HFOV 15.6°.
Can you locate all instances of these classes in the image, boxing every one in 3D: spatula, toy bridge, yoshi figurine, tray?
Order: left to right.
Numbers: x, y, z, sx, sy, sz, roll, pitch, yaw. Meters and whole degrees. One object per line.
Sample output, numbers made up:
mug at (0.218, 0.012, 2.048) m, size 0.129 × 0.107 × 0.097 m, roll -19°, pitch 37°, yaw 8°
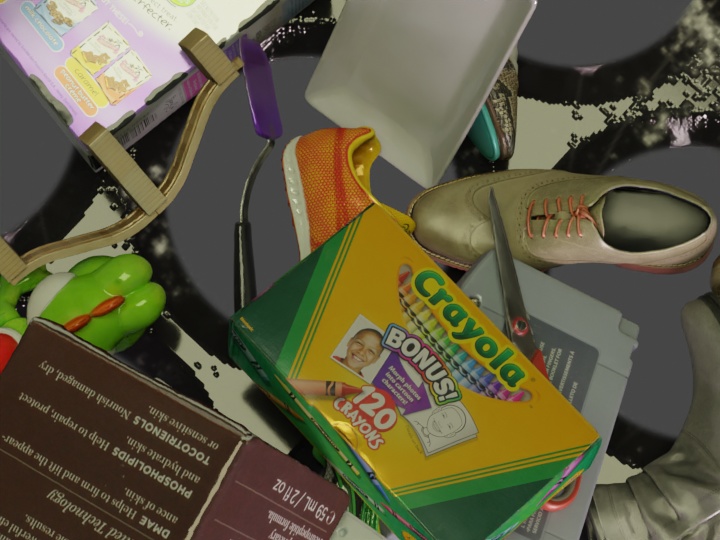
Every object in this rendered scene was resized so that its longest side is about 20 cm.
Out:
yoshi figurine at (-0.207, 0.050, 1.645) m, size 0.199 × 0.113 × 0.112 m, roll -26°, pitch 40°, yaw 9°
toy bridge at (-0.145, -0.062, 1.622) m, size 0.200 × 0.027 × 0.067 m, roll -43°, pitch 115°, yaw -7°
spatula at (-0.068, -0.046, 1.668) m, size 0.020 × 0.056 × 0.201 m, roll 5°, pitch 92°, yaw 16°
tray at (0.038, -0.140, 1.627) m, size 0.107 × 0.200 × 0.022 m, roll 35°, pitch 52°, yaw 6°

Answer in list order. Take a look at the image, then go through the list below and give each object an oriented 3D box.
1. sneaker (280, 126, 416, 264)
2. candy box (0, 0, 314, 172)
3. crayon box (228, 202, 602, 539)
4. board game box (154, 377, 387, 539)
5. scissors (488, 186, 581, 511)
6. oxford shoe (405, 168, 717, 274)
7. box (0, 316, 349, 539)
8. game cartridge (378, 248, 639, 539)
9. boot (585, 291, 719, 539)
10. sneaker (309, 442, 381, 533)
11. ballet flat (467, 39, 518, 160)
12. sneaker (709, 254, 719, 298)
sneaker at (0.000, 0.000, 1.639) m, size 0.077 × 0.073 × 0.201 m, roll -12°, pitch 73°, yaw 7°
candy box at (-0.145, -0.192, 1.684) m, size 0.200 × 0.072 × 0.168 m, roll -38°, pitch 83°, yaw -6°
crayon box at (0.030, 0.073, 1.549) m, size 0.119 × 0.058 × 0.200 m, roll -39°, pitch 75°, yaw -19°
board game box at (-0.108, 0.198, 1.598) m, size 0.200 × 0.026 × 0.200 m, roll 32°, pitch 86°, yaw 26°
scissors at (0.104, 0.048, 1.614) m, size 0.073 × 0.014 × 0.201 m, roll 10°, pitch 67°, yaw -16°
oxford shoe at (0.127, -0.036, 1.656) m, size 0.199 × 0.075 × 0.071 m, roll -1°, pitch 81°, yaw 0°
box at (-0.141, 0.164, 1.514) m, size 0.164 × 0.166 × 0.201 m, roll 26°, pitch 84°, yaw 26°
game cartridge at (0.087, 0.094, 1.615) m, size 0.133 × 0.042 × 0.201 m, roll 25°, pitch 64°, yaw -8°
boot at (0.195, 0.121, 1.635) m, size 0.131 × 0.070 × 0.201 m, roll -16°, pitch 76°, yaw 2°
sneaker at (-0.019, 0.190, 1.623) m, size 0.085 × 0.078 × 0.201 m, roll 13°, pitch 71°, yaw 9°
ballet flat at (0.055, -0.165, 1.688) m, size 0.075 × 0.068 × 0.200 m, roll -36°, pitch 79°, yaw -18°
sneaker at (0.314, -0.022, 1.669) m, size 0.199 × 0.071 × 0.076 m, roll -6°, pitch 61°, yaw -5°
